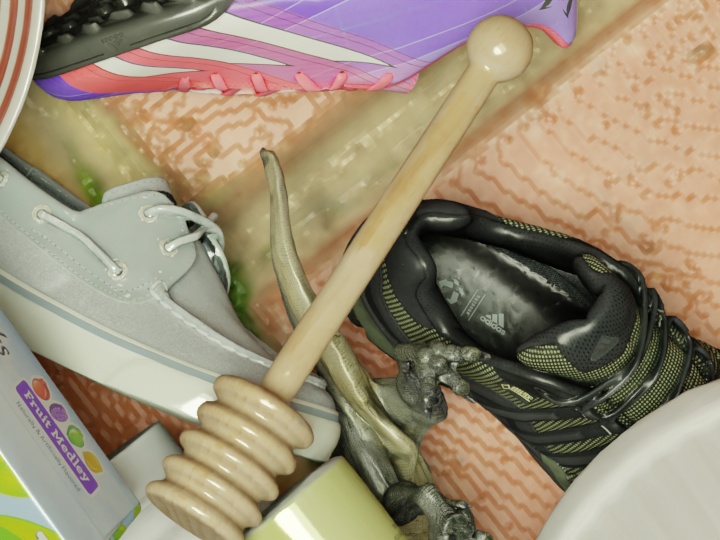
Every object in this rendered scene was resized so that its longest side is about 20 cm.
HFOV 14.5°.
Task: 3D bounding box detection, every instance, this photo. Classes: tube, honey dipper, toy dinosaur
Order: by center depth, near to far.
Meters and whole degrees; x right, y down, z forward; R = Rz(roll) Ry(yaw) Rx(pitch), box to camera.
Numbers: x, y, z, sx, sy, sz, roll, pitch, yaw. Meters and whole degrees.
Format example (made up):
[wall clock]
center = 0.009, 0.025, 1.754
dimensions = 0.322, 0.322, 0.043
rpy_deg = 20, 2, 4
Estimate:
[honey dipper]
center = 0.000, 0.000, 0.916
dimensions = 0.038, 0.038, 0.200
rpy_deg = 34, 75, -2
[tube]
center = 0.036, 0.152, 0.924
dimensions = 0.052, 0.058, 0.200
rpy_deg = -39, 89, 19
[toy dinosaur]
center = 0.013, 0.056, 0.968
dimensions = 0.047, 0.088, 0.201
rpy_deg = -28, 111, -21

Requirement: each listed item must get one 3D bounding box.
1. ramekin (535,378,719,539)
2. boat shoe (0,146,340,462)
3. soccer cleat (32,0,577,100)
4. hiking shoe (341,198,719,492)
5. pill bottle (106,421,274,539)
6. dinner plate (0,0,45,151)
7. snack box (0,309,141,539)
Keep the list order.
[ramekin]
center = 0.155, 0.140, 0.953
dimensions = 0.202, 0.094, 0.203
rpy_deg = -6, 115, -13
[boat shoe]
center = -0.086, -0.001, 0.972
dimensions = 0.200, 0.070, 0.072
rpy_deg = 27, 90, 22
[soccer cleat]
center = -0.020, -0.086, 0.997
dimensions = 0.199, 0.068, 0.073
rpy_deg = -18, 114, 5
[hiking shoe]
center = 0.083, 0.039, 0.977
dimensions = 0.200, 0.101, 0.076
rpy_deg = 28, 82, -1
[pill bottle]
center = -0.041, 0.155, 0.980
dimensions = 0.112, 0.112, 0.200
rpy_deg = -37, 91, 1
[dinner plate]
center = -0.192, -0.096, 0.988
dimensions = 0.199, 0.024, 0.201
rpy_deg = 0, 90, 23
[snack box]
center = -0.184, 0.037, 0.904
dimensions = 0.142, 0.053, 0.200
rpy_deg = -32, 98, 26
